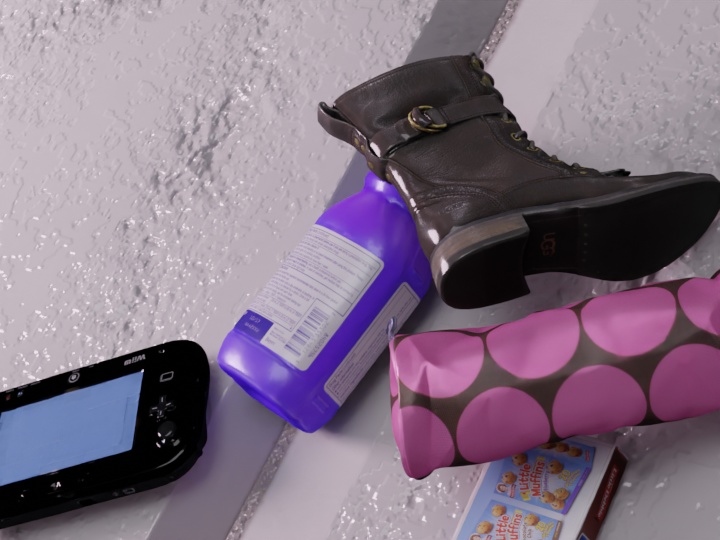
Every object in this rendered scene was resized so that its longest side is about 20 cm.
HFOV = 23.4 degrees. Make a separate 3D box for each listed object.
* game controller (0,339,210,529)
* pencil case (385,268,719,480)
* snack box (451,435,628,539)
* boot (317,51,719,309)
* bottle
[{"bbox_3d":[-0.185,0.107,1.111,0.199,0.042,0.105,-17,53,19],"label":"game controller"},{"bbox_3d":[0.113,0.053,0.928,0.198,0.094,0.091,-10,74,7],"label":"pencil case"},{"bbox_3d":[0.072,0.176,0.928,0.072,0.024,0.201,12,67,36],"label":"snack box"},{"bbox_3d":[0.091,-0.070,1.006,0.198,0.070,0.175,-11,47,-17],"label":"boot"},{"bbox_3d":[0.000,0.000,1.059,0.083,0.065,0.200,28,76,42],"label":"bottle"}]
